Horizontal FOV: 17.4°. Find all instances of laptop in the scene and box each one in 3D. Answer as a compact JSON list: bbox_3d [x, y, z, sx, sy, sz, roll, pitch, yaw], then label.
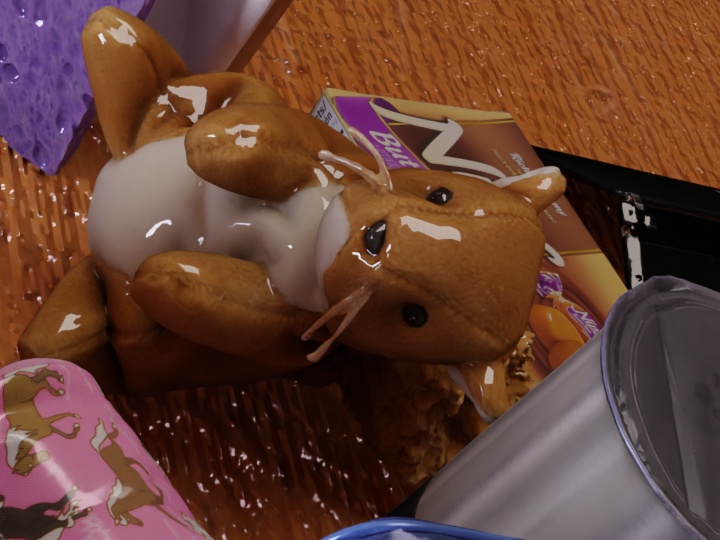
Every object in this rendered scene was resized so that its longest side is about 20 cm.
[{"bbox_3d":[0.172,0.021,1.178,0.176,0.103,0.202,10,64,-31],"label":"laptop"}]

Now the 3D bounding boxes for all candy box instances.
[{"bbox_3d":[0.056,0.008,1.050,0.116,0.057,0.201,5,43,-37],"label":"candy box"}]

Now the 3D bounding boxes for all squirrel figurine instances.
[{"bbox_3d":[0.000,0.000,0.888,0.185,0.143,0.200,4,-18,36],"label":"squirrel figurine"}]

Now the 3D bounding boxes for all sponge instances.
[{"bbox_3d":[-0.182,-0.137,0.978,0.199,0.112,0.030,35,40,3],"label":"sponge"}]

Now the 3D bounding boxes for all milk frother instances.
[{"bbox_3d":[0.110,0.118,0.820,0.199,0.188,0.181,-21,73,-50],"label":"milk frother"}]

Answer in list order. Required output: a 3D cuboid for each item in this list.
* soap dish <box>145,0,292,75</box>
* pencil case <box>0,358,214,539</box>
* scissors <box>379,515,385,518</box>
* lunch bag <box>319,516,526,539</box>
[{"bbox_3d":[-0.093,-0.164,1.014,0.157,0.200,0.082,30,64,-8],"label":"soap dish"},{"bbox_3d":[-0.071,0.120,0.767,0.083,0.087,0.200,-36,66,-11],"label":"pencil case"},{"bbox_3d":[0.082,0.119,0.963,0.199,0.014,0.073,-5,47,-43],"label":"scissors"},{"bbox_3d":[0.035,0.143,0.640,0.199,0.135,0.133,19,52,-45],"label":"lunch bag"}]
